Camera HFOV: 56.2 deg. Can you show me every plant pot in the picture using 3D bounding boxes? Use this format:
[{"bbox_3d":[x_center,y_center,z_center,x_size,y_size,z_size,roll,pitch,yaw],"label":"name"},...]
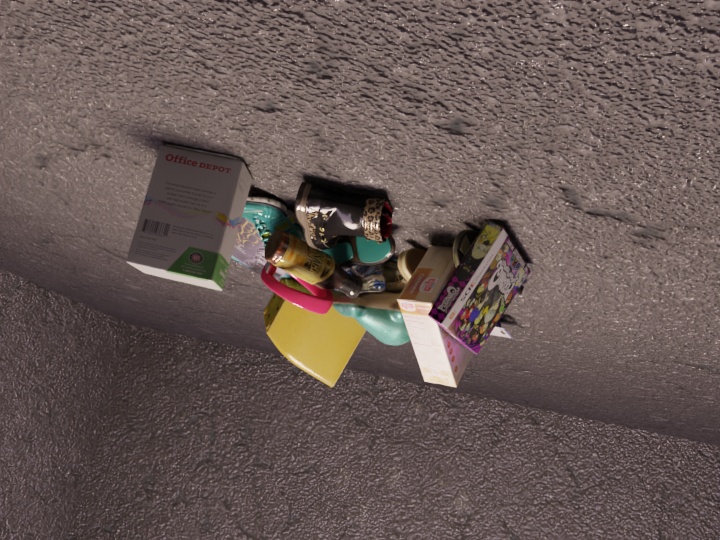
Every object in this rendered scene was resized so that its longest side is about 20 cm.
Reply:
[{"bbox_3d":[-0.119,0.117,1.596,0.197,0.197,0.196,26,-167,-22],"label":"plant pot"}]

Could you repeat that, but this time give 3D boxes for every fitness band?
[{"bbox_3d":[-0.119,0.027,1.269,0.142,0.038,0.200,30,-173,-12],"label":"fitness band"}]

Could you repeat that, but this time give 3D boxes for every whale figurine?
[{"bbox_3d":[0.038,0.096,1.366,0.197,0.106,0.158,8,175,-38],"label":"whale figurine"}]

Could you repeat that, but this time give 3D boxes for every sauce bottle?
[{"bbox_3d":[-0.082,-0.007,1.239,0.198,0.067,0.065,26,161,-32],"label":"sauce bottle"}]

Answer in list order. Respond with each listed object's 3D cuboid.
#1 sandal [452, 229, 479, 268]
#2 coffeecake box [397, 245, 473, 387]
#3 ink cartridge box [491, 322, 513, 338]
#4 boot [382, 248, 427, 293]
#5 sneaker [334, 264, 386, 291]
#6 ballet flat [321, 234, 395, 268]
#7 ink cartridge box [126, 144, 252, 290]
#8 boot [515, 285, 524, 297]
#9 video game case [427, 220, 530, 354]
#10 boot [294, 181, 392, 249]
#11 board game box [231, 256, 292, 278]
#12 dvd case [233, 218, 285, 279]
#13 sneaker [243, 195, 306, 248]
[{"bbox_3d":[0.196,-0.011,1.183,0.057,0.081,0.201,21,171,30],"label":"sandal"},{"bbox_3d":[0.152,0.083,1.239,0.072,0.154,0.203,5,130,33],"label":"coffeecake box"},{"bbox_3d":[0.276,0.126,1.666,0.196,0.040,0.099,8,164,28],"label":"ink cartridge box"},{"bbox_3d":[0.088,0.008,1.349,0.152,0.074,0.199,5,166,36],"label":"boot"},{"bbox_3d":[0.000,0.000,1.392,0.075,0.087,0.199,0,178,-24],"label":"sneaker"},{"bbox_3d":[0.006,-0.042,1.272,0.072,0.075,0.198,26,155,-39],"label":"ballet flat"},{"bbox_3d":[-0.272,-0.086,1.089,0.142,0.205,0.088,11,169,5],"label":"ink cartridge box"},{"bbox_3d":[0.241,0.085,1.366,0.069,0.134,0.198,23,162,-32],"label":"boot"},{"bbox_3d":[0.205,0.035,1.136,0.036,0.183,0.200,33,177,33],"label":"video game case"},{"bbox_3d":[-0.021,-0.079,1.142,0.147,0.075,0.201,10,159,13],"label":"boot"},{"bbox_3d":[-0.186,-0.030,1.505,0.197,0.048,0.150,2,160,37],"label":"board game box"},{"bbox_3d":[-0.205,-0.046,1.386,0.148,0.016,0.199,37,149,-14],"label":"dvd case"},{"bbox_3d":[-0.160,-0.080,1.239,0.198,0.081,0.077,27,160,-39],"label":"sneaker"}]
